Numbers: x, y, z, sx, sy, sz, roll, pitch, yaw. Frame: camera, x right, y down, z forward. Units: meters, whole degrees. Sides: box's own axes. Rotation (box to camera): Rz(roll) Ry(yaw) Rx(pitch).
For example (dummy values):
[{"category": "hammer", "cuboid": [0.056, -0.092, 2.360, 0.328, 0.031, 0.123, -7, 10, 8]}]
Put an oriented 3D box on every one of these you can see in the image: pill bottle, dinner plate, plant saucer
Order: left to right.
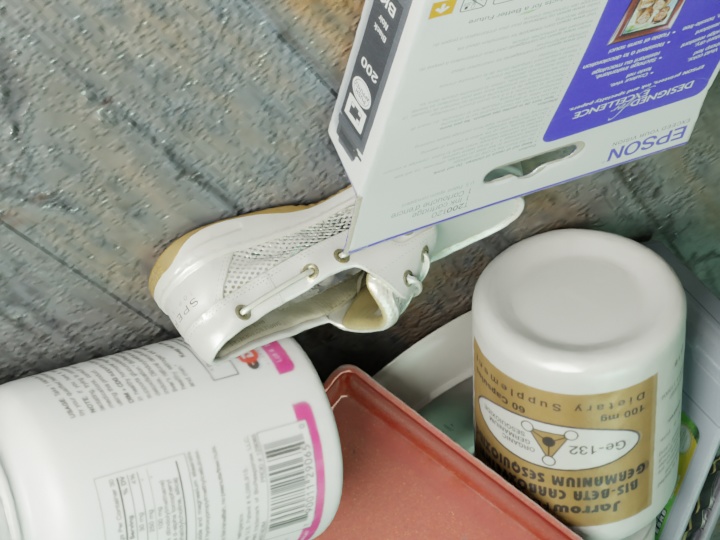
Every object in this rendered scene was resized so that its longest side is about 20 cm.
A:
[{"category": "pill bottle", "cuboid": [-0.120, 0.100, 1.218, 0.200, 0.113, 0.113, -14, 153, -28]}, {"category": "plant saucer", "cuboid": [0.004, 0.177, 1.360, 0.200, 0.200, 0.037, -51, -166, 6]}, {"category": "dinner plate", "cuboid": [0.043, 0.085, 1.465, 0.200, 0.024, 0.200, -31, 158, -14]}, {"category": "pill bottle", "cuboid": [0.119, 0.086, 1.396, 0.114, 0.114, 0.200, -20, 134, -18]}]

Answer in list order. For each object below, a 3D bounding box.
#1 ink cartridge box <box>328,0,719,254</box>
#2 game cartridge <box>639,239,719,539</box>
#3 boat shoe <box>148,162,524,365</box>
[{"category": "ink cartridge box", "cuboid": [0.086, -0.101, 1.142, 0.198, 0.043, 0.200, -18, 152, -22]}, {"category": "game cartridge", "cuboid": [0.164, 0.088, 1.480, 0.040, 0.133, 0.200, -14, 137, -30]}, {"category": "boat shoe", "cuboid": [0.000, 0.000, 1.220, 0.200, 0.069, 0.071, -19, 153, -22]}]
